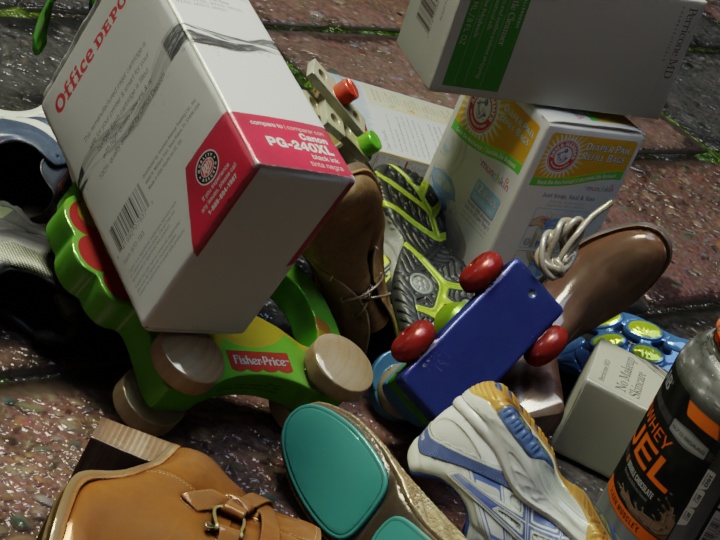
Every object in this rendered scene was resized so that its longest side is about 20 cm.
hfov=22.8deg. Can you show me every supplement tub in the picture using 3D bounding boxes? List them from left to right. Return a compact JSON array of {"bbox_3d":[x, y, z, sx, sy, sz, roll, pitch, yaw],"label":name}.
[{"bbox_3d":[0.243,0.125,1.192,0.122,0.200,0.123,19,27,-10],"label":"supplement tub"}]

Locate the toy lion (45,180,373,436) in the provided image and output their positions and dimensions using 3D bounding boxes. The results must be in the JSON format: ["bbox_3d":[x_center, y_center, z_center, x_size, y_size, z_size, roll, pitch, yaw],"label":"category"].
[{"bbox_3d":[-0.108,0.014,1.189,0.200,0.069,0.192,7,50,-40],"label":"toy lion"}]

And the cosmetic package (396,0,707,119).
[{"bbox_3d":[0.141,-0.186,1.334,0.199,0.108,0.085,4,32,-22],"label":"cosmetic package"}]

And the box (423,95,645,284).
[{"bbox_3d":[0.121,-0.056,1.419,0.101,0.200,0.113,3,33,-35],"label":"box"}]

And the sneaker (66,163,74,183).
[{"bbox_3d":[-0.114,-0.041,1.295,0.199,0.100,0.078,9,29,19],"label":"sneaker"}]

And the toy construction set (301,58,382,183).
[{"bbox_3d":[-0.061,-0.082,1.357,0.131,0.200,0.092,56,36,-9],"label":"toy construction set"}]

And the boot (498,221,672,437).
[{"bbox_3d":[0.144,0.058,1.280,0.064,0.186,0.200,49,21,-11],"label":"boot"}]

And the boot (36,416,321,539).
[{"bbox_3d":[-0.101,0.164,0.995,0.154,0.074,0.200,26,29,-4],"label":"boot"}]

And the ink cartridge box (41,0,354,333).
[{"bbox_3d":[-0.108,-0.082,1.123,0.083,0.145,0.200,4,45,-41],"label":"ink cartridge box"}]

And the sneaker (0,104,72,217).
[{"bbox_3d":[-0.229,-0.080,1.335,0.200,0.075,0.085,-12,48,-39],"label":"sneaker"}]

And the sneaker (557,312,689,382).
[{"bbox_3d":[0.243,0.086,1.412,0.199,0.083,0.071,10,52,0],"label":"sneaker"}]

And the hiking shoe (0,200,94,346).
[{"bbox_3d":[-0.192,0.013,1.209,0.200,0.076,0.101,4,50,-30],"label":"hiking shoe"}]

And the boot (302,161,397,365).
[{"bbox_3d":[0.000,0.000,1.253,0.074,0.200,0.076,-29,61,-15],"label":"boot"}]

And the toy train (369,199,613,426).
[{"bbox_3d":[0.092,0.030,1.250,0.200,0.116,0.085,-45,98,-21],"label":"toy train"}]

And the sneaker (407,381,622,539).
[{"bbox_3d":[0.110,0.171,1.150,0.200,0.088,0.075,54,8,6],"label":"sneaker"}]

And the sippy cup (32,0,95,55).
[{"bbox_3d":[-0.169,-0.160,1.451,0.178,0.131,0.139,39,30,28],"label":"sippy cup"}]

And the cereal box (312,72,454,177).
[{"bbox_3d":[0.057,-0.114,1.649,0.199,0.040,0.144,14,28,-17],"label":"cereal box"}]

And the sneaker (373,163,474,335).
[{"bbox_3d":[0.038,0.012,1.380,0.075,0.076,0.200,13,43,-25],"label":"sneaker"}]

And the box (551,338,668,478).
[{"bbox_3d":[0.248,0.134,1.325,0.200,0.068,0.082,26,27,3],"label":"box"}]

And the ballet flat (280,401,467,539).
[{"bbox_3d":[0.020,0.161,1.121,0.200,0.071,0.065,50,9,36],"label":"ballet flat"}]
